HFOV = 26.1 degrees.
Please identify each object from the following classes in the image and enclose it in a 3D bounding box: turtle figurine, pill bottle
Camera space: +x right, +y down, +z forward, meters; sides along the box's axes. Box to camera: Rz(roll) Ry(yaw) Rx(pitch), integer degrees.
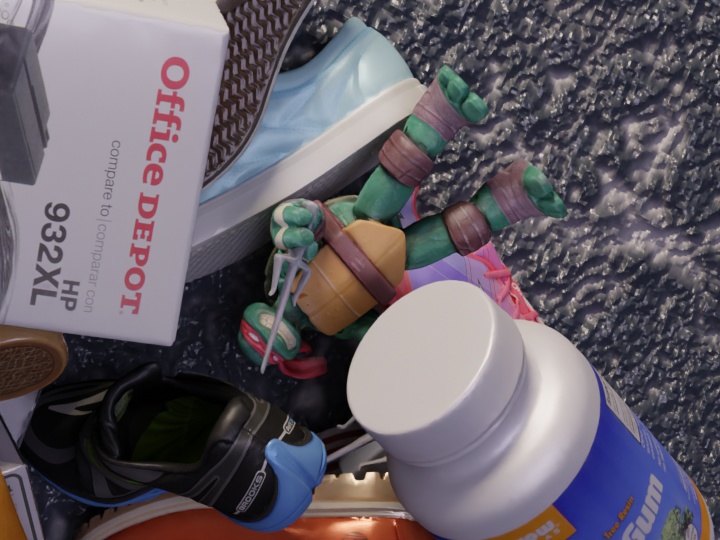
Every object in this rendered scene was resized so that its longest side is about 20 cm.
[{"bbox_3d":[0.000,0.000,0.780,0.200,0.101,0.150,-44,129,2],"label":"turtle figurine"},{"bbox_3d":[0.081,0.095,0.750,0.112,0.112,0.200,-52,127,-9],"label":"pill bottle"}]

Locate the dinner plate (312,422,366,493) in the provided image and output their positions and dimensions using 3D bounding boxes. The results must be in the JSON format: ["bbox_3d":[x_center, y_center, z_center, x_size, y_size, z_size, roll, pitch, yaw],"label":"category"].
[{"bbox_3d":[0.000,0.184,0.895,0.198,0.024,0.203,-3,99,-24],"label":"dinner plate"}]

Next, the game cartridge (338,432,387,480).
[{"bbox_3d":[0.086,0.134,0.869,0.133,0.041,0.200,-43,116,7],"label":"game cartridge"}]

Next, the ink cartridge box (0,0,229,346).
[{"bbox_3d":[-0.166,-0.059,0.669,0.197,0.084,0.147,9,106,-14],"label":"ink cartridge box"}]

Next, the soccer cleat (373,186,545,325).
[{"bbox_3d":[0.072,0.028,0.879,0.199,0.067,0.077,38,97,-18],"label":"soccer cleat"}]

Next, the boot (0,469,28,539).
[{"bbox_3d":[-0.149,0.154,0.697,0.200,0.070,0.146,-16,107,-43],"label":"boot"}]

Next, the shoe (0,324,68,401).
[{"bbox_3d":[-0.236,0.043,0.708,0.198,0.070,0.054,-12,61,-18],"label":"shoe"}]

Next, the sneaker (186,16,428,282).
[{"bbox_3d":[-0.061,-0.062,0.821,0.199,0.074,0.082,-32,79,-11],"label":"sneaker"}]

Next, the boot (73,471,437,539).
[{"bbox_3d":[-0.055,0.165,0.790,0.197,0.075,0.109,-5,68,13],"label":"boot"}]

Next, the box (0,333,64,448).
[{"bbox_3d":[-0.235,-0.013,0.751,0.198,0.050,0.159,22,88,-25],"label":"box"}]

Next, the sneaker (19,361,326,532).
[{"bbox_3d":[-0.102,0.074,0.748,0.083,0.198,0.071,48,59,-35],"label":"sneaker"}]

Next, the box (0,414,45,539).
[{"bbox_3d":[-0.204,0.180,0.758,0.115,0.060,0.202,-19,121,-20],"label":"box"}]

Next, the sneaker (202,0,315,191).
[{"bbox_3d":[-0.082,-0.107,0.783,0.073,0.084,0.201,42,75,-27],"label":"sneaker"}]
